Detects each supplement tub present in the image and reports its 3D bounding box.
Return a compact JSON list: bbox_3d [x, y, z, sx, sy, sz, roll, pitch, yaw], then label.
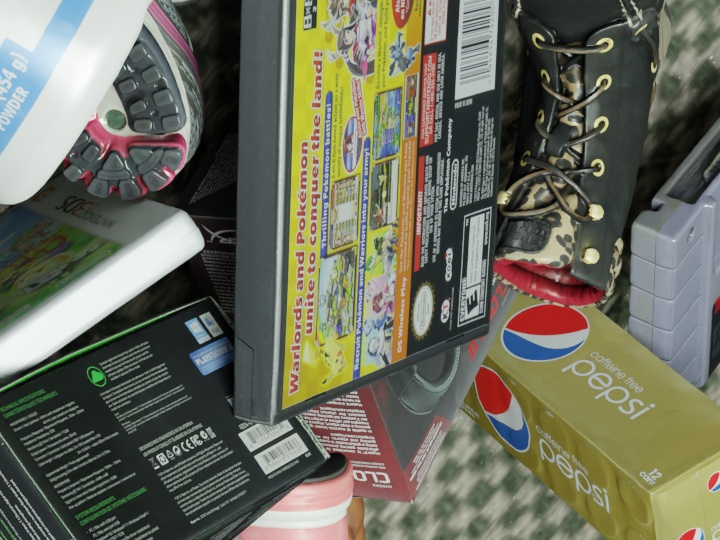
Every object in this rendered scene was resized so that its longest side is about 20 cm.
[{"bbox_3d":[-0.184,-0.126,1.091,0.200,0.132,0.132,29,99,-13],"label":"supplement tub"}]

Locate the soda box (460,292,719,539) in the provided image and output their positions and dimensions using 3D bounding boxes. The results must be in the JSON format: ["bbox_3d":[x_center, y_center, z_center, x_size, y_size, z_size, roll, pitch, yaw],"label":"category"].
[{"bbox_3d":[0.114,0.070,1.433,0.064,0.200,0.068,-29,130,-20],"label":"soda box"}]

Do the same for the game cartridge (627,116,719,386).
[{"bbox_3d":[0.198,-0.029,1.486,0.200,0.038,0.130,-48,144,-37],"label":"game cartridge"}]

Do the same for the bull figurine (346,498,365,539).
[{"bbox_3d":[-0.031,0.147,1.440,0.065,0.122,0.200,2,130,4],"label":"bull figurine"}]

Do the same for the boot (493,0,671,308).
[{"bbox_3d":[0.097,-0.073,1.350,0.200,0.073,0.151,53,49,-73],"label":"boot"}]

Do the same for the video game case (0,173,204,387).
[{"bbox_3d":[-0.177,0.027,1.213,0.200,0.182,0.022,-36,108,-14],"label":"video game case"}]

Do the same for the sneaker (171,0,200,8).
[{"bbox_3d":[-0.029,-0.200,1.253,0.200,0.075,0.116,-28,127,-19],"label":"sneaker"}]

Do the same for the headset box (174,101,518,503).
[{"bbox_3d":[0.000,0.000,1.348,0.149,0.077,0.200,-60,143,-39],"label":"headset box"}]

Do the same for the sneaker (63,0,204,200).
[{"bbox_3d":[-0.126,-0.128,1.206,0.080,0.075,0.200,-17,103,17],"label":"sneaker"}]

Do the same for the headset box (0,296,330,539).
[{"bbox_3d":[-0.142,0.120,1.212,0.200,0.093,0.174,-41,171,33],"label":"headset box"}]

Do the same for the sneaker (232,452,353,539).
[{"bbox_3d":[-0.072,0.129,1.334,0.074,0.200,0.087,-9,94,-32],"label":"sneaker"}]

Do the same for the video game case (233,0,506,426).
[{"bbox_3d":[0.006,-0.051,1.237,0.181,0.025,0.201,-20,117,-55],"label":"video game case"}]
